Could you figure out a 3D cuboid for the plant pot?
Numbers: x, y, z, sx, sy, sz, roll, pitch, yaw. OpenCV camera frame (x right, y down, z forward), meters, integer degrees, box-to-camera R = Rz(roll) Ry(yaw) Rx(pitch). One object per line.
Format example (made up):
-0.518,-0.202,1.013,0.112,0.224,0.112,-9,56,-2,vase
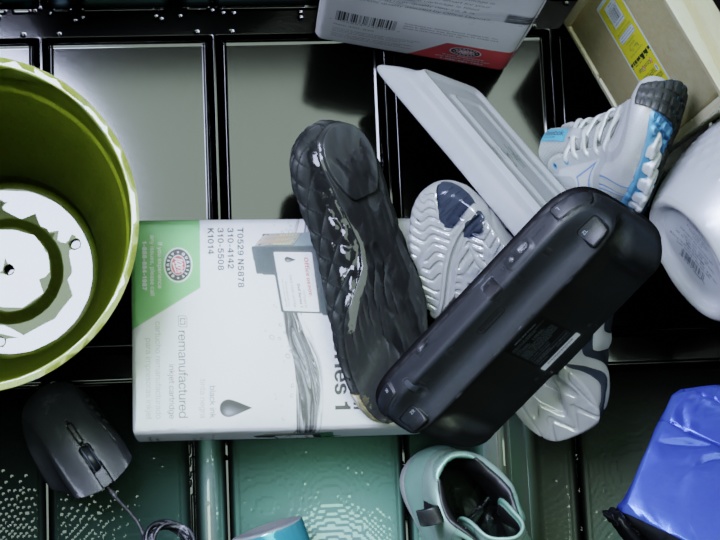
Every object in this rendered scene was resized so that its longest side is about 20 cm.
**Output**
-0.238,-0.013,1.033,0.199,0.193,0.202,1,81,-5,plant pot

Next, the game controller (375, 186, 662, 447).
0.100,0.034,1.001,0.200,0.104,0.042,-47,51,20,game controller

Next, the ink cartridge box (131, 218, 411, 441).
-0.054,0.040,1.095,0.198,0.084,0.147,-2,82,-5,ink cartridge box

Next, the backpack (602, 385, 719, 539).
0.268,0.157,1.046,0.162,0.200,0.168,29,74,22,backpack

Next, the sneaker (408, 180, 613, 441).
0.112,0.004,1.100,0.079,0.130,0.199,-32,105,33,sneaker

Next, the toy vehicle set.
0.198,-0.150,1.089,0.026,0.200,0.125,-29,86,-7,toy vehicle set

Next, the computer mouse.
-0.163,0.147,1.059,0.058,0.034,0.200,-35,62,-17,computer mouse

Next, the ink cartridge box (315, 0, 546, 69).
0.051,-0.213,1.085,0.146,0.200,0.084,10,80,-4,ink cartridge box

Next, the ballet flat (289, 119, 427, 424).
0.000,0.000,1.047,0.066,0.057,0.201,-11,89,-26,ballet flat

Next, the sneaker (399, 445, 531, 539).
0.094,0.207,1.066,0.074,0.118,0.201,-32,86,-10,sneaker

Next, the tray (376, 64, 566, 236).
0.097,-0.071,1.081,0.022,0.107,0.200,-51,56,22,tray

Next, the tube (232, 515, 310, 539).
-0.034,0.269,1.085,0.077,0.050,0.201,-18,89,-8,tube

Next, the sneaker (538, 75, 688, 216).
0.162,-0.077,1.080,0.086,0.200,0.075,25,70,9,sneaker

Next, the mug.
0.297,-0.026,1.040,0.175,0.148,0.201,-28,75,-12,mug
